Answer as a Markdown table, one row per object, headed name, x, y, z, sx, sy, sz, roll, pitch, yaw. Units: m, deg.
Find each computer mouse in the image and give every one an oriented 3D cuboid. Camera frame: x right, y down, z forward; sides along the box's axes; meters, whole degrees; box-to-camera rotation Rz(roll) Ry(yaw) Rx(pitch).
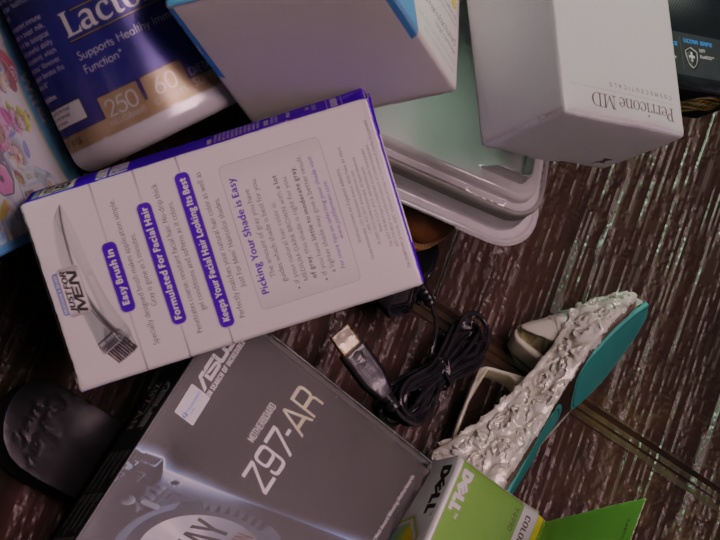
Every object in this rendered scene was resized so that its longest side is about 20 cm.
| name | x | y | z | sx | sy | sz | roll | pitch | yaw |
| --- | --- | --- | --- | --- | --- | --- | --- | --- | --- |
| computer mouse | 0.000 | 0.000 | 1.817 | 0.201 | 0.046 | 0.140 | 63 | 36 | -17 |

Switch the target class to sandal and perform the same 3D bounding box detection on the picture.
| name | x | y | z | sx | sy | sz | roll | pitch | yaw |
| --- | --- | --- | --- | --- | --- | --- | --- | --- | --- |
| sandal | -0.119 | 0.123 | 1.719 | 0.199 | 0.043 | 0.077 | 23 | 67 | -29 |

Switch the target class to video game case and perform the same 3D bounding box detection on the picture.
| name | x | y | z | sx | sy | sz | roll | pitch | yaw |
| --- | --- | --- | --- | --- | --- | --- | --- | --- | --- |
| video game case | -0.219 | -0.077 | 1.646 | 0.144 | 0.018 | 0.200 | 66 | 21 | -4 |

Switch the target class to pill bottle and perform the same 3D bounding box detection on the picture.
| name | x | y | z | sx | sy | sz | roll | pitch | yaw |
| --- | --- | --- | --- | --- | --- | --- | --- | --- | --- |
| pill bottle | -0.152 | -0.168 | 1.717 | 0.115 | 0.116 | 0.201 | -29 | 96 | -35 |

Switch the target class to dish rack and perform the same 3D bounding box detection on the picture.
| name | x | y | z | sx | sy | sz | roll | pitch | yaw |
| --- | --- | --- | --- | --- | --- | --- | --- | --- | --- |
| dish rack | 0.038 | -0.122 | 1.785 | 0.199 | 0.044 | 0.173 | 22 | 59 | -21 |

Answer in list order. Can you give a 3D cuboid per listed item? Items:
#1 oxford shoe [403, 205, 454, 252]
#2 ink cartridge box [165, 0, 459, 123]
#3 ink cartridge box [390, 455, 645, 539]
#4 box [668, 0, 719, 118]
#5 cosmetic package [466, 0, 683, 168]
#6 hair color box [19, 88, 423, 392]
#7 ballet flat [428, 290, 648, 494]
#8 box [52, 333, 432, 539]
| name | x | y | z | sx | sy | sz | roll | pitch | yaw |
| --- | --- | --- | --- | --- | --- | --- | --- | --- | --- |
| oxford shoe | 0.079 | -0.081 | 1.857 | 0.200 | 0.071 | 0.072 | -49 | 120 | -42 |
| ink cartridge box | -0.021 | -0.204 | 1.686 | 0.129 | 0.125 | 0.201 | 51 | 35 | -51 |
| ink cartridge box | 0.058 | 0.185 | 1.730 | 0.076 | 0.200 | 0.148 | 36 | 62 | -22 |
| box | 0.155 | -0.183 | 1.841 | 0.199 | 0.046 | 0.160 | 5 | 71 | -49 |
| cosmetic package | 0.116 | -0.168 | 1.702 | 0.101 | 0.071 | 0.201 | 8 | 70 | -41 |
| hair color box | -0.075 | -0.018 | 1.641 | 0.199 | 0.065 | 0.110 | -17 | 99 | -1 |
| ballet flat | 0.109 | 0.070 | 1.876 | 0.072 | 0.072 | 0.200 | 51 | 56 | -14 |
| box | -0.074 | 0.145 | 1.695 | 0.160 | 0.043 | 0.200 | 39 | 69 | -16 |
